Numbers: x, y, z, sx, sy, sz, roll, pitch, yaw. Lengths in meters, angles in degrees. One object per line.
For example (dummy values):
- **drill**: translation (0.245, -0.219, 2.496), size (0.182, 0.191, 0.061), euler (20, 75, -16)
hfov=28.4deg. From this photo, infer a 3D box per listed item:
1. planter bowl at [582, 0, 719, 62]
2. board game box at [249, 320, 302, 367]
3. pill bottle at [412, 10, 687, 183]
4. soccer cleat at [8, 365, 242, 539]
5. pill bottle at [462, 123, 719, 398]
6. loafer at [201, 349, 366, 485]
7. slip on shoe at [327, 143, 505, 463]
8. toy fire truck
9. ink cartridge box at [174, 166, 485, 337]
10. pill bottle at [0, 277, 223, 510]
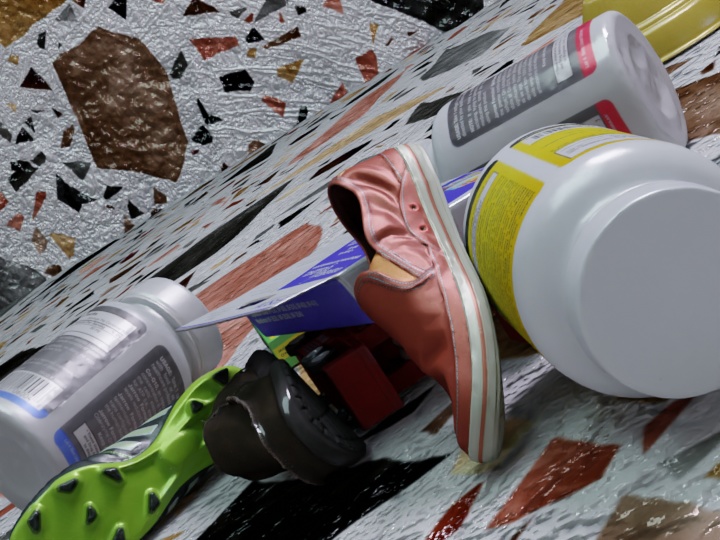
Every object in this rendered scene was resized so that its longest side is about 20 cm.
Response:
- **planter bowl**: translation (0.277, -0.258, 1.372), size (0.200, 0.084, 0.200), euler (-32, 11, 7)
- **board game box**: translation (0.005, 0.004, 1.162), size (0.200, 0.029, 0.135), euler (-35, 10, -6)
- **pill bottle**: translation (0.121, -0.090, 1.013), size (0.199, 0.111, 0.111), euler (-27, 12, 28)
- **soccer cleat**: translation (-0.146, 0.138, 0.946), size (0.200, 0.068, 0.081), euler (-37, -6, -24)
- **pill bottle**: translation (0.116, -0.006, 0.652), size (0.112, 0.113, 0.200), euler (-33, 11, 1)
- **loafer**: translation (-0.051, 0.098, 0.832), size (0.071, 0.073, 0.200), euler (-44, 7, -7)
- **slip on shoe**: translation (0.029, 0.016, 0.725), size (0.061, 0.074, 0.201), euler (-15, 51, -6)
- **toy fire truck**: translation (0.034, 0.036, 0.874), size (0.141, 0.049, 0.200), euler (-34, 9, -8)
- **ink cartridge box**: translation (0.000, 0.000, 0.887), size (0.199, 0.044, 0.198), euler (-30, 6, -22)
- **pill bottle**: translation (-0.208, 0.097, 1.144), size (0.114, 0.114, 0.200), euler (-21, 16, 49)
